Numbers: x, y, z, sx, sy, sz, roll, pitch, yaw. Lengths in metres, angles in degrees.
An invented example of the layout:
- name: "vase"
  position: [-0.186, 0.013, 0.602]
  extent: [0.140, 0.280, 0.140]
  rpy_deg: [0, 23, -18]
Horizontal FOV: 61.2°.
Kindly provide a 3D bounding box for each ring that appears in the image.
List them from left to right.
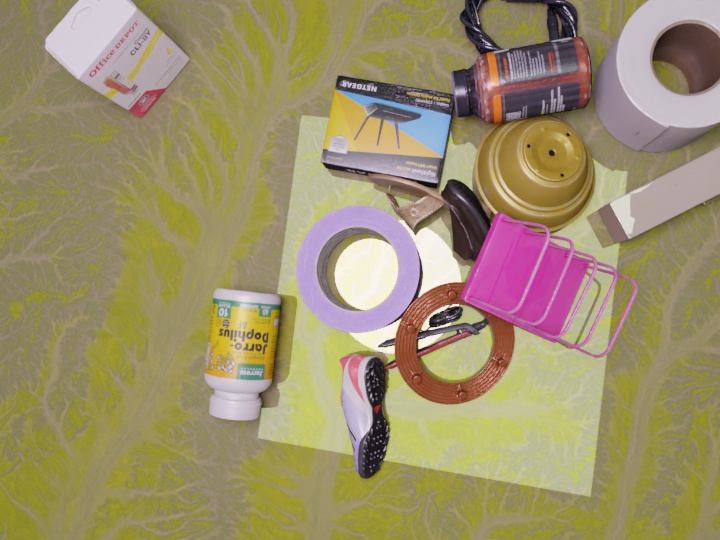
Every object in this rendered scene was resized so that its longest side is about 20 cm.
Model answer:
- name: "ring"
  position: [0.151, 0.118, 0.961]
  extent: [0.198, 0.019, 0.203]
  rpy_deg: [-1, 100, -8]

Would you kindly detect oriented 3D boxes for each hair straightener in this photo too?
- name: "hair straightener"
  position: [0.119, 0.092, 0.990]
  extent: [0.198, 0.041, 0.078]
  rpy_deg: [-22, 84, 6]

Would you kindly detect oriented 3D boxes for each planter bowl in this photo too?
- name: "planter bowl"
  position: [0.283, -0.168, 0.939]
  extent: [0.198, 0.084, 0.203]
  rpy_deg: [1, 77, -3]

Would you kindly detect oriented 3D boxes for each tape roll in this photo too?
- name: "tape roll"
  position: [0.000, 0.000, 0.991]
  extent: [0.198, 0.085, 0.203]
  rpy_deg: [0, 87, 8]
- name: "tape roll"
  position: [0.468, -0.294, 0.915]
  extent: [0.200, 0.139, 0.205]
  rpy_deg: [0, 87, 8]

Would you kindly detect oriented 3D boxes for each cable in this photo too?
- name: "cable"
  position: [0.258, -0.408, 0.995]
  extent: [0.163, 0.051, 0.200]
  rpy_deg: [-41, 82, 4]

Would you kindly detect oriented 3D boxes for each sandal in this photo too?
- name: "sandal"
  position: [0.105, -0.096, 0.986]
  extent: [0.209, 0.078, 0.070]
  rpy_deg: [16, 88, 2]

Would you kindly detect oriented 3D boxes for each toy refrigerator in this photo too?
- name: "toy refrigerator"
  position: [0.480, -0.114, 0.935]
  extent: [0.199, 0.076, 0.070]
  rpy_deg: [-28, 83, 5]

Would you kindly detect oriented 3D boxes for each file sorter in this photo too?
- name: "file sorter"
  position: [0.278, 0.026, 0.885]
  extent: [0.199, 0.125, 0.140]
  rpy_deg: [24, 90, -26]

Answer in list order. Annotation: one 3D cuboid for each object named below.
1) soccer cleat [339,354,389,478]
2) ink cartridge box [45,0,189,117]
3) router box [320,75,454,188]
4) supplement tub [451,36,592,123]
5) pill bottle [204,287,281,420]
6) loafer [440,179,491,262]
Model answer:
- name: "soccer cleat"
  position: [0.001, 0.236, 0.994]
  extent: [0.073, 0.068, 0.202]
  rpy_deg: [4, 98, 40]
- name: "ink cartridge box"
  position: [-0.393, -0.358, 1.006]
  extent: [0.083, 0.200, 0.145]
  rpy_deg: [42, 93, 8]
- name: "router box"
  position: [0.046, -0.230, 1.012]
  extent: [0.198, 0.051, 0.151]
  rpy_deg: [11, 88, 7]
- name: "supplement tub"
  position: [0.241, -0.286, 0.928]
  extent: [0.198, 0.107, 0.108]
  rpy_deg: [-7, 86, 10]
- name: "pill bottle"
  position: [-0.195, 0.134, 0.995]
  extent: [0.111, 0.113, 0.202]
  rpy_deg: [6, 87, 8]
- name: "loafer"
  position: [0.172, -0.049, 0.943]
  extent: [0.071, 0.073, 0.201]
  rpy_deg: [-27, 116, 19]
